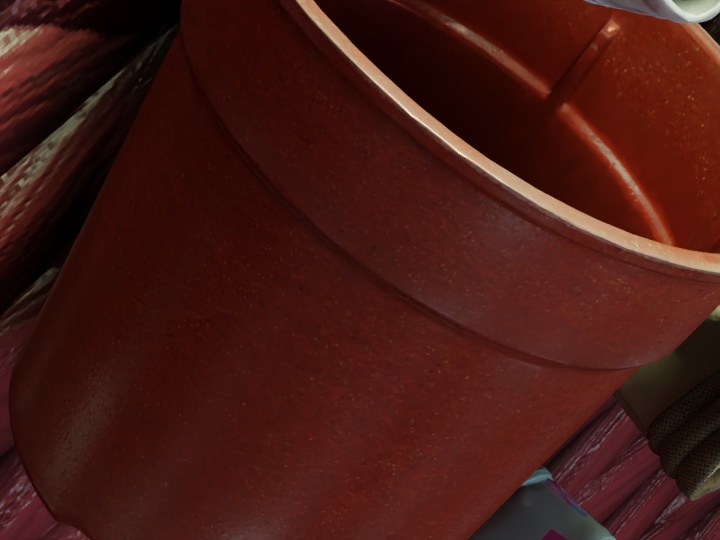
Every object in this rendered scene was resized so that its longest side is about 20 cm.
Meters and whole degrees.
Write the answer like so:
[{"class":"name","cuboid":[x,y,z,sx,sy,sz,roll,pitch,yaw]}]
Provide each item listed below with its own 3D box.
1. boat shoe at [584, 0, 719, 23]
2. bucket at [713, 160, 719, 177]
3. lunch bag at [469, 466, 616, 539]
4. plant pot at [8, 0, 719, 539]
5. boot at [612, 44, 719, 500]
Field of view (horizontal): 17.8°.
[{"class":"boat shoe","cuboid":[0.064,-0.159,0.626,0.073,0.067,0.201,-35,123,-12]},{"class":"bucket","cuboid":[0.208,0.023,0.767,0.134,0.209,0.207,-12,161,19]},{"class":"lunch bag","cuboid":[0.059,0.194,1.154,0.160,0.077,0.201,-39,152,-23]},{"class":"plant pot","cuboid":[0.000,0.000,0.702,0.200,0.201,0.196,-8,140,-52]},{"class":"boot","cuboid":[0.158,-0.006,0.946,0.199,0.156,0.073,-30,155,-30]}]
